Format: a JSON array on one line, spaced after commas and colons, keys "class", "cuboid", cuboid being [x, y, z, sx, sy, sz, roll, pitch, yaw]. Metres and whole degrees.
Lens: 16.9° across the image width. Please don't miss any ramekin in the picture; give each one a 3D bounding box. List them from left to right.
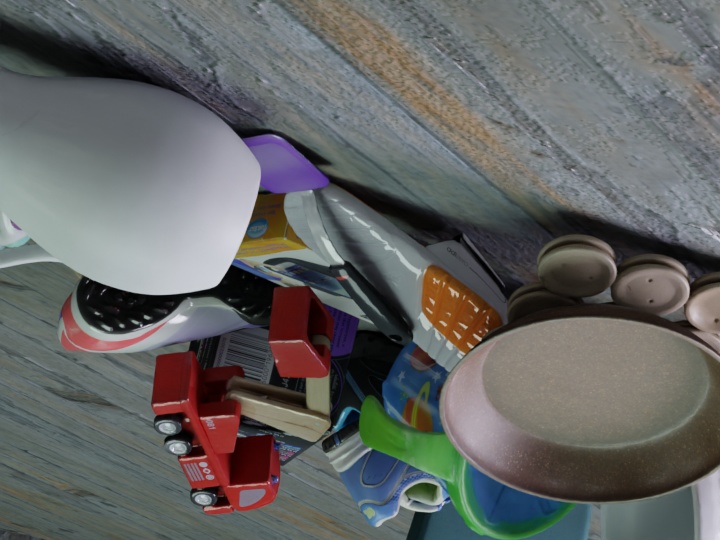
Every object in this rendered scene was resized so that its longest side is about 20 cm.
[{"class": "ramekin", "cuboid": [0.245, 0.174, 1.699, 0.097, 0.202, 0.200, 0, 170, -12]}]

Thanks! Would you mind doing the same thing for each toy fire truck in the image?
[{"class": "toy fire truck", "cuboid": [-0.073, 0.097, 1.720, 0.140, 0.049, 0.201, -7, 139, 13]}]

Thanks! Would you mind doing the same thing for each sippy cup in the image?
[{"class": "sippy cup", "cuboid": [0.087, 0.103, 1.726, 0.178, 0.140, 0.130, 42, 174, -40]}]

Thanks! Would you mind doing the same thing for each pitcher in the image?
[{"class": "pitcher", "cuboid": [-0.175, -0.045, 1.459, 0.199, 0.122, 0.172, 21, 128, -13]}]

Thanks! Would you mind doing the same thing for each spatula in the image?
[{"class": "spatula", "cuboid": [-0.021, -0.019, 1.558, 0.056, 0.021, 0.200, -6, 132, 38]}]

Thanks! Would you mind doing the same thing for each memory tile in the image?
[{"class": "memory tile", "cuboid": [0.187, 0.042, 1.551, 0.198, 0.017, 0.154, 15, 141, -12]}]

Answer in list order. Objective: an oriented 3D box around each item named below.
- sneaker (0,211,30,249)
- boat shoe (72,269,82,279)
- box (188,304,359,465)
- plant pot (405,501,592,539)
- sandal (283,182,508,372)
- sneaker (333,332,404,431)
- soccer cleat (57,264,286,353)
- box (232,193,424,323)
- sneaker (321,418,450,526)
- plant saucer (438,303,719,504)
[{"class": "sneaker", "cuboid": [-0.247, -0.082, 1.560, 0.140, 0.078, 0.199, 43, 133, -21]}, {"class": "boat shoe", "cuboid": [-0.179, -0.034, 1.690, 0.072, 0.066, 0.200, 15, 166, -3]}, {"class": "box", "cuboid": [-0.076, 0.070, 1.875, 0.105, 0.123, 0.200, 17, 166, -8]}, {"class": "plant pot", "cuboid": [0.117, 0.190, 1.983, 0.140, 0.202, 0.141, 15, 168, -1]}, {"class": "sandal", "cuboid": [0.042, -0.006, 1.601, 0.206, 0.059, 0.079, 41, 142, -16]}, {"class": "sneaker", "cuboid": [0.051, 0.097, 1.935, 0.073, 0.083, 0.199, 27, 161, -33]}, {"class": "soccer cleat", "cuboid": [-0.122, 0.021, 1.728, 0.199, 0.069, 0.073, -9, 163, -30]}, {"class": "box", "cuboid": [0.000, 0.000, 1.690, 0.199, 0.042, 0.119, 25, 163, -29]}, {"class": "sneaker", "cuboid": [0.059, 0.141, 1.836, 0.199, 0.078, 0.076, -12, 164, -38]}, {"class": "plant saucer", "cuboid": [0.150, 0.080, 1.557, 0.198, 0.037, 0.201, 4, 140, 3]}]
